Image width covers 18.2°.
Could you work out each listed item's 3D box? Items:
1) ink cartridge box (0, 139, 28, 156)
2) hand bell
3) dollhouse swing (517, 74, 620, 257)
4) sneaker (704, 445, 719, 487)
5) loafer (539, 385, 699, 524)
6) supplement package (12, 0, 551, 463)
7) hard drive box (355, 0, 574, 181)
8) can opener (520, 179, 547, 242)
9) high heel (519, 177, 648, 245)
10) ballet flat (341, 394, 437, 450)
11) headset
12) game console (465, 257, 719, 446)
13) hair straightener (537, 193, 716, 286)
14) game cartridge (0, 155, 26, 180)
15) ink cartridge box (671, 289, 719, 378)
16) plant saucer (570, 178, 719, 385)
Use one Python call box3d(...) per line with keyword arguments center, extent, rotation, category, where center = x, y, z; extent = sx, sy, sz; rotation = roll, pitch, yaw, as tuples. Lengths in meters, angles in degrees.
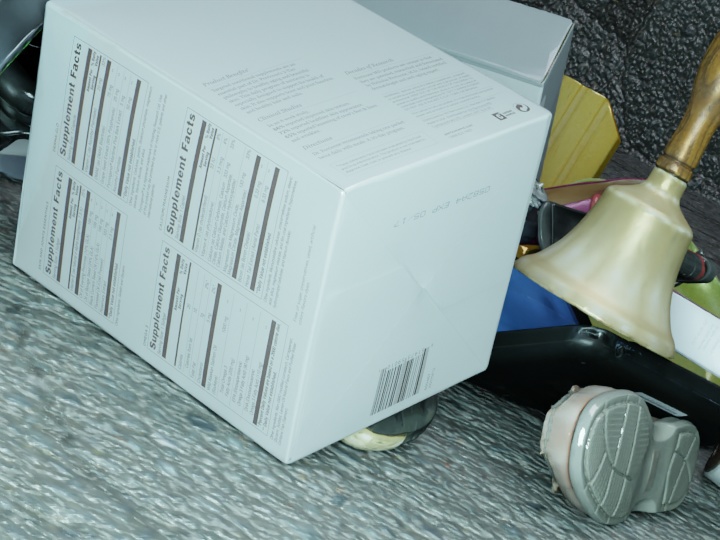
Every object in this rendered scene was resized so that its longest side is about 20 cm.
box3d(center=(-0.270, -0.145, 1.257), extent=(0.145, 0.088, 0.200), rotation=(2, 25, -36), category="ink cartridge box")
box3d(center=(0.177, -0.063, 1.245), extent=(0.104, 0.201, 0.104), rotation=(29, 4, -2), category="hand bell")
box3d(center=(0.066, -0.081, 1.626), extent=(0.200, 0.176, 0.182), rotation=(32, 11, 20), category="dollhouse swing")
box3d(center=(0.282, 0.116, 1.480), extent=(0.084, 0.073, 0.200), rotation=(33, 14, 12), category="sneaker")
box3d(center=(0.130, 0.099, 1.234), extent=(0.063, 0.072, 0.200), rotation=(15, -2, 26), category="loafer")
box3d(center=(-0.042, -0.038, 1.092), extent=(0.200, 0.151, 0.151), rotation=(33, 36, 31), category="supplement package")
box3d(center=(0.030, -0.120, 1.527), extent=(0.199, 0.156, 0.077), rotation=(18, 44, 11), category="hard drive box")
box3d(center=(0.046, -0.055, 1.316), extent=(0.200, 0.078, 0.064), rotation=(18, 51, -56), category="can opener")
box3d(center=(0.096, -0.054, 1.463), extent=(0.199, 0.096, 0.068), rotation=(20, 28, -11), category="high heel")
box3d(center=(0.005, 0.057, 1.191), extent=(0.067, 0.057, 0.200), rotation=(49, 14, -7), category="ballet flat")
box3d(center=(-0.139, -0.115, 1.149), extent=(0.094, 0.124, 0.200), rotation=(41, 41, 4), category="headset")
box3d(center=(0.130, 0.027, 1.334), extent=(0.175, 0.117, 0.200), rotation=(-7, -22, 42), category="game console")
box3d(center=(0.161, -0.014, 1.406), extent=(0.077, 0.041, 0.200), rotation=(-7, -9, 32), category="hair straightener")
box3d(center=(-0.188, -0.084, 1.400), extent=(0.200, 0.041, 0.133), rotation=(15, 19, -50), category="game cartridge")
box3d(center=(0.242, 0.064, 1.334), extent=(0.200, 0.037, 0.095), rotation=(34, 4, 18), category="ink cartridge box")
box3d(center=(0.193, 0.029, 1.574), extent=(0.200, 0.031, 0.201), rotation=(29, 42, -30), category="plant saucer")
